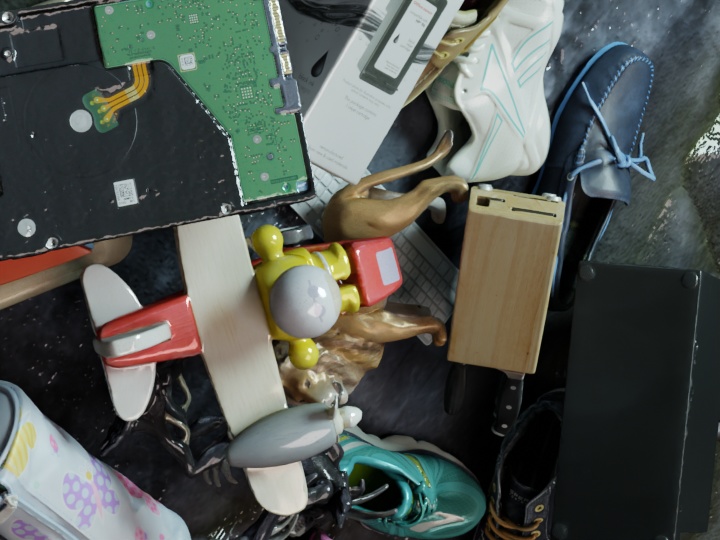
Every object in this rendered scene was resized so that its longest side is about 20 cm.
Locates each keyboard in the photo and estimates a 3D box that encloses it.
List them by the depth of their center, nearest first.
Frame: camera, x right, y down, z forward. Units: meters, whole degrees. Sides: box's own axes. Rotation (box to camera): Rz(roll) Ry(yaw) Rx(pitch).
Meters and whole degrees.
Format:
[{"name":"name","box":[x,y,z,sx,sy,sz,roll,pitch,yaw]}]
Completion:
[{"name":"keyboard","box":[0.013,-0.020,1.537,0.056,0.011,0.200,-49,133,-6]}]

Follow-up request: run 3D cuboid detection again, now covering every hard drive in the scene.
[{"name":"hard drive","box":[-0.134,-0.090,1.273,0.199,0.038,0.141,-12,91,-15]}]

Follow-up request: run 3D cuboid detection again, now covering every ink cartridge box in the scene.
[{"name":"ink cartridge box","box":[-0.004,-0.169,1.371,0.068,0.116,0.201,27,95,-42]}]

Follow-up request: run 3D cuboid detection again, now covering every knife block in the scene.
[{"name":"knife block","box":[0.095,0.032,1.509,0.063,0.200,0.177,8,93,3]}]

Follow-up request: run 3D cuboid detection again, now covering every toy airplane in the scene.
[{"name":"toy airplane","box":[-0.071,0.023,1.362,0.200,0.141,0.200,36,68,-27]}]

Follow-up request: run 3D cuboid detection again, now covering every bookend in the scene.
[{"name":"bookend","box":[0.220,0.104,1.614,0.200,0.092,0.200,14,82,-67]}]

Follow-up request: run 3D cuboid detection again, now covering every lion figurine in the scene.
[{"name":"lion figurine","box":[0.000,0.000,1.493,0.122,0.073,0.201,0,110,-15]}]

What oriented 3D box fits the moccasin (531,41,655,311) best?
[{"name":"moccasin","box":[0.173,-0.063,1.599,0.080,0.068,0.201,6,109,-40]}]

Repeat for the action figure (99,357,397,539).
[{"name":"action figure","box":[-0.078,0.131,1.462,0.199,0.119,0.102,32,112,-20]}]

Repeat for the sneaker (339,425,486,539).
[{"name":"sneaker","box":[0.022,0.163,1.594,0.199,0.080,0.078,20,100,-43]}]

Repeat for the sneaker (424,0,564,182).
[{"name":"sneaker","box":[0.087,-0.146,1.488,0.080,0.070,0.201,-16,123,-28]}]

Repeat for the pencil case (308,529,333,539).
[{"name":"pencil case","box":[-0.066,0.286,1.587,0.200,0.091,0.094,-45,94,-7]}]

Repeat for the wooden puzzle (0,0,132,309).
[{"name":"wooden puzzle","box":[-0.230,-0.052,1.312,0.199,0.037,0.186,-26,126,-25]}]

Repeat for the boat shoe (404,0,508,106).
[{"name":"boat shoe","box":[0.051,-0.175,1.416,0.074,0.066,0.200,34,105,-11]}]

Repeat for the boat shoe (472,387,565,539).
[{"name":"boat shoe","box":[0.119,0.185,1.670,0.091,0.070,0.202,-2,110,-71]}]

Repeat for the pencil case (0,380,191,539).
[{"name":"pencil case","box":[-0.191,0.151,1.415,0.083,0.091,0.200,-49,134,-5]}]
